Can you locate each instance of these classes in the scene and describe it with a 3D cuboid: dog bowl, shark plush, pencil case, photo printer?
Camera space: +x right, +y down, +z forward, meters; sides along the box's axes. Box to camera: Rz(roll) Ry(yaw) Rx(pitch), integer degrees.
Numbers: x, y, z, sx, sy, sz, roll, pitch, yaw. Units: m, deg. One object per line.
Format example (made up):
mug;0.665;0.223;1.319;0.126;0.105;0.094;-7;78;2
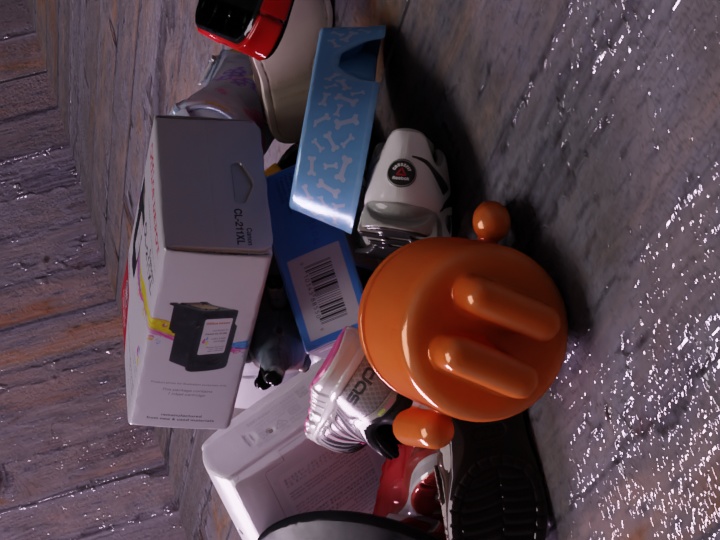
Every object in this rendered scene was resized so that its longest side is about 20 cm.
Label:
dog bowl;-0.017;-0.108;1.582;0.200;0.049;0.112;-85;5;-59
shark plush;-0.073;0.035;1.675;0.200;0.090;0.084;-61;-25;-63
pencil case;-0.117;-0.134;1.919;0.200;0.083;0.091;-68;-44;-67
photo printer;-0.032;0.178;1.832;0.069;0.166;0.200;44;164;42

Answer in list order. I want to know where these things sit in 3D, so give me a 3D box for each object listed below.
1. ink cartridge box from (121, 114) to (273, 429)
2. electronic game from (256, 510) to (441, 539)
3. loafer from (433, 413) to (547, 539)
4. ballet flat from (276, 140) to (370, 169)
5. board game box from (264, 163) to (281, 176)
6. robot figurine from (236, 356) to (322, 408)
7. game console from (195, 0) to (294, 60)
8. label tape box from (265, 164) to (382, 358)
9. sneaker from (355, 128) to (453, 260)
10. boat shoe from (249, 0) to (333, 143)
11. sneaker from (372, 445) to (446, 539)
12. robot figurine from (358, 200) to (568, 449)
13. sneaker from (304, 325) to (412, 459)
ink cartridge box;-0.128;0.001;1.660;0.200;0.082;0.146;106;162;-44
electronic game;0.007;0.257;1.779;0.200;0.199;0.042;92;-169;-52
loafer;0.088;0.133;1.555;0.071;0.073;0.201;-163;68;-80
ballet flat;-0.029;-0.088;1.810;0.200;0.057;0.067;144;112;-76
board game box;-0.058;-0.014;1.921;0.153;0.040;0.200;50;168;-5
robot figurine;-0.099;0.049;1.874;0.200;0.169;0.113;99;-167;-70
game console;-0.073;-0.258;1.710;0.178;0.031;0.200;-68;20;4
label tape box;0.000;0.000;1.725;0.200;0.066;0.144;17;-128;-65
sneaker;0.037;-0.052;1.570;0.200;0.074;0.089;100;178;-81
boat shoe;-0.062;-0.192;1.814;0.200;0.072;0.060;87;163;-53
sneaker;0.047;0.153;1.765;0.200;0.078;0.116;122;142;-56
robot figurine;0.065;0.035;1.423;0.200;0.116;0.144;-168;61;-75
sneaker;0.012;0.107;1.634;0.087;0.074;0.200;32;164;10
